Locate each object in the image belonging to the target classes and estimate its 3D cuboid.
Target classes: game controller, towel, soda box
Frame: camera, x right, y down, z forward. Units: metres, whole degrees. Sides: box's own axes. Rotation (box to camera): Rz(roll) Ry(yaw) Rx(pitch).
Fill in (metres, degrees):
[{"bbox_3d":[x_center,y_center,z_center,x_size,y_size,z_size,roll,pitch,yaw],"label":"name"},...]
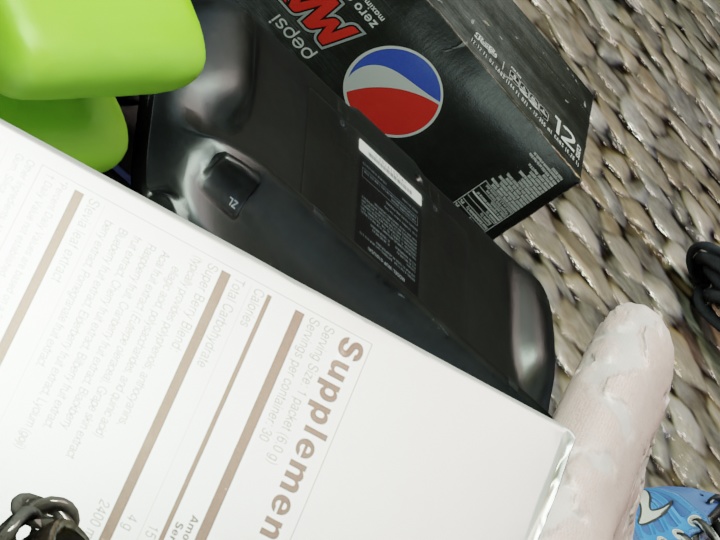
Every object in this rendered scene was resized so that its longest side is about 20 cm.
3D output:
[{"bbox_3d":[0.000,0.000,0.862,0.200,0.042,0.104,42,30,-39],"label":"game controller"},{"bbox_3d":[0.049,0.140,0.846,0.032,0.191,0.200,14,44,13],"label":"towel"},{"bbox_3d":[-0.008,-0.100,0.941,0.200,0.063,0.071,49,24,-17],"label":"soda box"}]

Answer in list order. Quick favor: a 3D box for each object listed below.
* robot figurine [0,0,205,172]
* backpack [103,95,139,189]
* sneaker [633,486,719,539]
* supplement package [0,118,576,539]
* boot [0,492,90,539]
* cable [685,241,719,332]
[{"bbox_3d":[-0.118,-0.123,0.787,0.116,0.175,0.200,-9,64,-43],"label":"robot figurine"},{"bbox_3d":[-0.077,-0.032,0.965,0.183,0.134,0.200,46,23,-22],"label":"backpack"},{"bbox_3d":[0.118,0.116,1.130,0.200,0.089,0.079,-16,95,-76],"label":"sneaker"},{"bbox_3d":[-0.070,0.060,0.727,0.200,0.121,0.120,29,63,-11],"label":"supplement package"},{"bbox_3d":[-0.121,0.103,0.615,0.069,0.174,0.200,11,45,-58],"label":"boot"},{"bbox_3d":[0.262,0.054,1.625,0.200,0.051,0.163,49,21,-3],"label":"cable"}]
